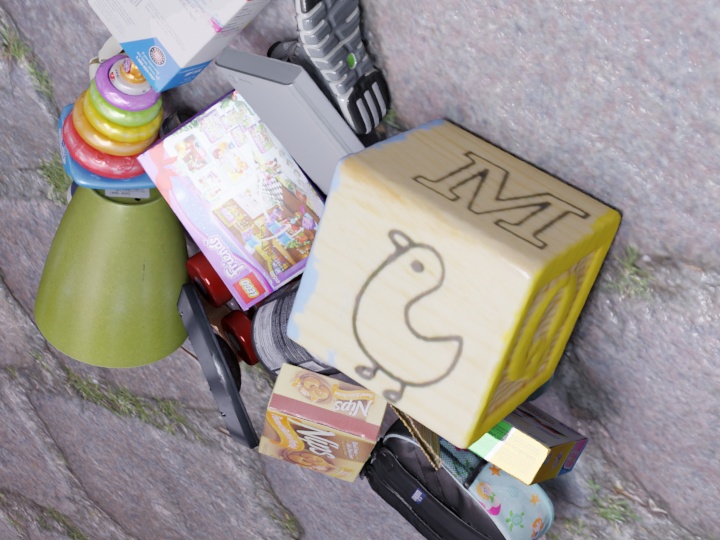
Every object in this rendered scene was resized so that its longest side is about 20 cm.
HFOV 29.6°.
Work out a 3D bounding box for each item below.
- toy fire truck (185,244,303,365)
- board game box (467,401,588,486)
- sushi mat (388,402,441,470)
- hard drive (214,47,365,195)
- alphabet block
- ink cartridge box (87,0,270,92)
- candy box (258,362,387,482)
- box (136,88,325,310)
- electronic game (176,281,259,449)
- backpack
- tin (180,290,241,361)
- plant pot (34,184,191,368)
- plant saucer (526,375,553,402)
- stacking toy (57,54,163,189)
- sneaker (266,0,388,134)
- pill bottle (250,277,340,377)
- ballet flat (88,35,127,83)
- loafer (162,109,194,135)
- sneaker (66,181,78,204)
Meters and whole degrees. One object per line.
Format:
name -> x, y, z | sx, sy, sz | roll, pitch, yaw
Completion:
toy fire truck -> -0.142, 0.010, 1.604 | 0.168, 0.112, 0.200 | 21, 142, 62
board game box -> 0.131, 0.146, 1.319 | 0.153, 0.040, 0.200 | 30, -174, 20
sushi mat -> 0.055, 0.116, 1.379 | 0.012, 0.200, 0.096 | -32, 107, 14
hard drive -> -0.046, -0.133, 1.334 | 0.132, 0.026, 0.200 | 23, 161, 48
alphabet block -> 0.083, 0.004, 1.215 | 0.200, 0.196, 0.196 | 30, 122, 21
ink cartridge box -> -0.149, -0.276, 1.277 | 0.200, 0.067, 0.116 | -38, 88, 30
candy box -> -0.043, 0.165, 1.448 | 0.115, 0.055, 0.200 | 17, 158, -1
box -> -0.122, -0.077, 1.434 | 0.200, 0.137, 0.039 | 56, -174, -11
electronic game -> -0.157, 0.107, 1.529 | 0.200, 0.042, 0.200 | 157, 90, -83
backpack -> 0.119, 0.238, 1.508 | 0.200, 0.150, 0.178 | 46, 152, 13
tin -> -0.233, 0.058, 1.805 | 0.200, 0.042, 0.112 | 35, 141, 16
plant pot -> -0.273, -0.024, 1.559 | 0.187, 0.187, 0.200 | 32, 132, 20
plant saucer -> 0.123, 0.050, 1.407 | 0.201, 0.039, 0.201 | 29, 143, 25
stacking toy -> -0.246, -0.182, 1.429 | 0.200, 0.109, 0.116 | 124, 138, -50
sneaker -> -0.054, -0.219, 1.281 | 0.115, 0.075, 0.200 | 17, 138, 39
pill bottle -> -0.052, 0.061, 1.431 | 0.106, 0.106, 0.200 | 50, 157, -8
ballet flat -> -0.268, -0.230, 1.503 | 0.200, 0.062, 0.068 | -34, 64, 52
loafer -> -0.129, -0.114, 1.493 | 0.200, 0.073, 0.072 | 41, 118, 1
sneaker -> -0.281, -0.059, 1.695 | 0.202, 0.077, 0.146 | 47, 149, 0
